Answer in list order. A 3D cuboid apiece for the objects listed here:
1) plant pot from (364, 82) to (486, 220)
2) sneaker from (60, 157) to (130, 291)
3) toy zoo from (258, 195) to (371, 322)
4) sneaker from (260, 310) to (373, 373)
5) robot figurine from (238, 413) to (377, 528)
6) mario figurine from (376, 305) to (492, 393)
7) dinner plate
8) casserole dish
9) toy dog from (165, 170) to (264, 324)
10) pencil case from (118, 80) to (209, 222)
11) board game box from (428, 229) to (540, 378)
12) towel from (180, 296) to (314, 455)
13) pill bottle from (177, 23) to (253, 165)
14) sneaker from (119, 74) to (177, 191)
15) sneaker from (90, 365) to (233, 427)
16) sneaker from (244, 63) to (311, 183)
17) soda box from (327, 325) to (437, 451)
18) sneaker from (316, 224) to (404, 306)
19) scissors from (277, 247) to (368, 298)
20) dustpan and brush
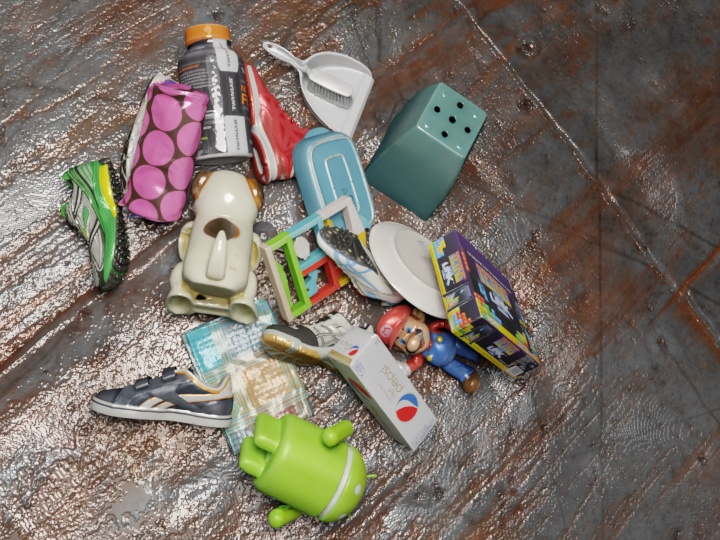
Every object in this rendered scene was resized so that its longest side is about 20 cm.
[{"bbox_3d":[0.114,-0.202,1.122,0.140,0.200,0.143,32,72,-7],"label":"plant pot"},{"bbox_3d":[-0.395,-0.064,1.028,0.083,0.078,0.204,-12,74,-7],"label":"sneaker"},{"bbox_3d":[-0.056,-0.027,1.069,0.199,0.020,0.133,-33,125,-29],"label":"toy zoo"},{"bbox_3d":[-0.063,0.103,1.069,0.197,0.075,0.089,18,66,-31],"label":"sneaker"},{"bbox_3d":[-0.077,0.287,1.002,0.198,0.116,0.177,30,100,-14],"label":"robot figurine"},{"bbox_3d":[0.115,0.129,1.098,0.197,0.106,0.125,25,66,-11],"label":"mario figurine"},{"bbox_3d":[0.100,-0.009,1.104,0.198,0.024,0.202,30,32,-20],"label":"dinner plate"},{"bbox_3d":[-0.037,-0.136,1.122,0.120,0.039,0.204,-22,99,-30],"label":"casserole dish"},{"bbox_3d":[-0.211,-0.050,1.009,0.136,0.195,0.204,4,63,0],"label":"toy dog"},{"bbox_3d":[-0.286,-0.172,1.002,0.092,0.091,0.204,19,103,1],"label":"pencil case"},{"bbox_3d":[0.195,0.055,1.075,0.199,0.056,0.168,36,34,-43],"label":"board game box"},{"bbox_3d":[-0.171,0.159,1.059,0.145,0.022,0.203,-23,85,-18],"label":"towel"},{"bbox_3d":[-0.228,-0.273,1.074,0.104,0.106,0.205,-7,93,-16],"label":"pill bottle"},{"bbox_3d":[-0.318,-0.207,1.074,0.082,0.080,0.204,22,76,-22],"label":"sneaker"},{"bbox_3d":[-0.280,0.175,0.991,0.196,0.078,0.081,8,87,-14],"label":"sneaker"},{"bbox_3d":[-0.137,-0.244,1.143,0.114,0.078,0.204,-10,84,-31],"label":"sneaker"},{"bbox_3d":[0.035,0.179,1.041,0.064,0.068,0.201,-45,120,-20],"label":"soda box"},{"bbox_3d":[0.000,0.000,1.074,0.199,0.072,0.073,35,28,-35],"label":"sneaker"},{"bbox_3d":[-0.049,-0.022,1.138,0.197,0.014,0.074,28,75,-7],"label":"scissors"},{"bbox_3d":[-0.078,-0.328,1.171,0.197,0.057,0.142,24,73,-9],"label":"dustpan and brush"}]
